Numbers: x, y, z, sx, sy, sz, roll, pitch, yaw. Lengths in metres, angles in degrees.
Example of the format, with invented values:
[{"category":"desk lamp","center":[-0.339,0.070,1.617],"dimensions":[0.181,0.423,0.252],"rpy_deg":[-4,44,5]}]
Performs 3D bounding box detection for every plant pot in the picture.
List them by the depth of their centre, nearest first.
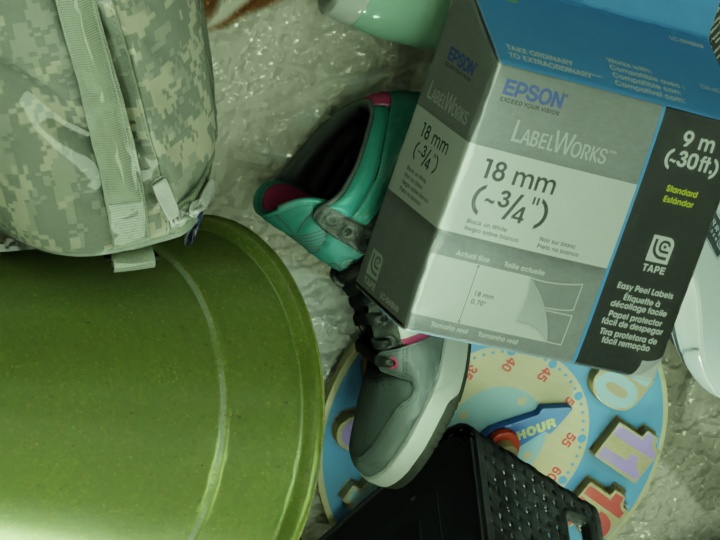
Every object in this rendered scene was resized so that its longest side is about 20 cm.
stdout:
[{"category":"plant pot","center":[-0.151,0.066,1.222],"dimensions":[0.189,0.200,0.201],"rpy_deg":[6,113,-42]}]

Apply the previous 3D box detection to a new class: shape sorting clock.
[{"category":"shape sorting clock","center":[0.072,0.089,1.440],"dimensions":[0.199,0.039,0.201],"rpy_deg":[-9,117,-17]}]

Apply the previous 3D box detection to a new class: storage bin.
[{"category":"storage bin","center":[0.028,0.193,1.384],"dimensions":[0.094,0.136,0.200],"rpy_deg":[32,120,-25]}]

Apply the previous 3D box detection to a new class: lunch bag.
[{"category":"lunch bag","center":[-0.137,-0.115,1.188],"dimensions":[0.139,0.168,0.201],"rpy_deg":[-18,120,-12]}]

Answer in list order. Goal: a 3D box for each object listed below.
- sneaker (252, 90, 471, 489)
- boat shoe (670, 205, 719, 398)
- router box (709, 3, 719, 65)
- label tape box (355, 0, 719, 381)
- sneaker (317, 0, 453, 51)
[{"category":"sneaker","center":[0.000,0.000,1.330],"dimensions":[0.120,0.084,0.201],"rpy_deg":[16,89,-24]},{"category":"boat shoe","center":[0.162,-0.013,1.411],"dimensions":[0.072,0.068,0.200],"rpy_deg":[-48,132,-20]},{"category":"router box","center":[0.233,-0.153,1.378],"dimensions":[0.200,0.052,0.157],"rpy_deg":[-48,120,6]},{"category":"label tape box","center":[0.100,-0.061,1.271],"dimensions":[0.144,0.063,0.201],"rpy_deg":[12,105,-27]},{"category":"sneaker","center":[0.072,-0.191,1.285],"dimensions":[0.118,0.074,0.201],"rpy_deg":[19,116,-21]}]
